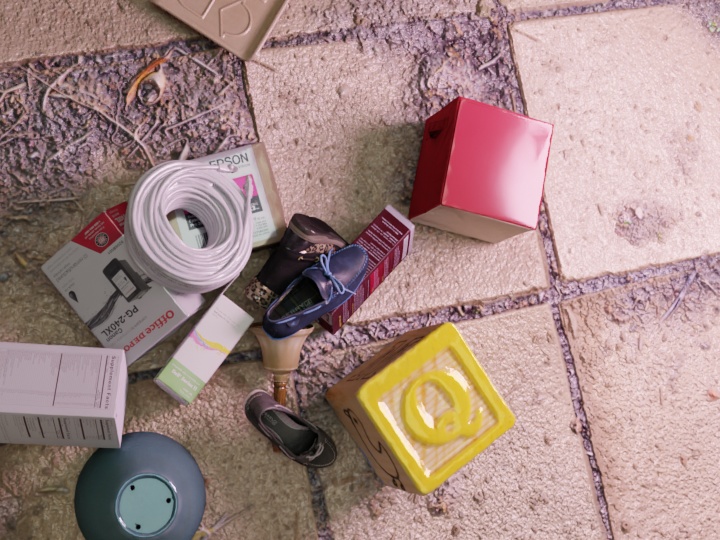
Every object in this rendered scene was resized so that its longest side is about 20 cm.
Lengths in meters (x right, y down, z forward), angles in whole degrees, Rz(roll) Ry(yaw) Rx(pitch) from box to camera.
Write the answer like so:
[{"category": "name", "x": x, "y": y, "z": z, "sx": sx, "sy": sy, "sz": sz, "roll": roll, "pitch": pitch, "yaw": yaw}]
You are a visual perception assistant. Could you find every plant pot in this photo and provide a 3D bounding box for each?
[{"category": "plant pot", "x": -0.319, "y": 0.340, "z": 1.544, "sx": 0.197, "sy": 0.135, "sz": 0.203, "roll": 2, "pitch": 82, "yaw": -16}]

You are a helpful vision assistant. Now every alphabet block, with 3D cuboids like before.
[{"category": "alphabet block", "x": 0.089, "y": 0.214, "z": 1.642, "sx": 0.196, "sy": 0.200, "sz": 0.196, "roll": -36, "pitch": 93, "yaw": -17}]

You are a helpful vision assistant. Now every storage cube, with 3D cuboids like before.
[{"category": "storage cube", "x": 0.195, "y": -0.161, "z": 1.737, "sx": 0.198, "sy": 0.171, "sz": 0.182, "roll": 13, "pitch": 81, "yaw": -14}]

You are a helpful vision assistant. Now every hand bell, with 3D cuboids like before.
[{"category": "hand bell", "x": -0.126, "y": 0.187, "z": 1.657, "sx": 0.103, "sy": 0.104, "sz": 0.203, "roll": 0, "pitch": 95, "yaw": -16}]

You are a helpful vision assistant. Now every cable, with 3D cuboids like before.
[{"category": "cable", "x": -0.252, "y": -0.066, "z": 1.540, "sx": 0.198, "sy": 0.069, "sz": 0.202, "roll": 8, "pitch": 66, "yaw": -31}]

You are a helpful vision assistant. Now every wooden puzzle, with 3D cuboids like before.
[{"category": "wooden puzzle", "x": -0.221, "y": -0.463, "z": 1.727, "sx": 0.199, "sy": 0.046, "sz": 0.187, "roll": 30, "pitch": 75, "yaw": -5}]

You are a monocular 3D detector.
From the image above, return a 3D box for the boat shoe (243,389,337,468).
[{"category": "boat shoe", "x": -0.103, "y": 0.258, "z": 1.624, "sx": 0.067, "sy": 0.057, "sz": 0.200, "roll": -50, "pitch": 121, "yaw": -3}]

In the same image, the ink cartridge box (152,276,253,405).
[{"category": "ink cartridge box", "x": -0.230, "y": 0.107, "z": 1.608, "sx": 0.067, "sy": 0.117, "sz": 0.201, "roll": 38, "pitch": 75, "yaw": -6}]

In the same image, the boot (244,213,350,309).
[{"category": "boot", "x": -0.096, "y": -0.006, "z": 1.655, "sx": 0.073, "sy": 0.200, "sz": 0.151, "roll": 39, "pitch": 97, "yaw": 16}]

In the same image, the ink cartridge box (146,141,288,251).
[{"category": "ink cartridge box", "x": -0.227, "y": -0.098, "z": 1.659, "sx": 0.198, "sy": 0.075, "sz": 0.167, "roll": -17, "pitch": 89, "yaw": -16}]

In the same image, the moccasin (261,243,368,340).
[{"category": "moccasin", "x": -0.062, "y": 0.032, "z": 1.581, "sx": 0.080, "sy": 0.068, "sz": 0.200, "roll": 41, "pitch": 75, "yaw": 15}]

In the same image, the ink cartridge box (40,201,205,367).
[{"category": "ink cartridge box", "x": -0.353, "y": 0.023, "z": 1.572, "sx": 0.145, "sy": 0.083, "sz": 0.201, "roll": -37, "pitch": 94, "yaw": 16}]

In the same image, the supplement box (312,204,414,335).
[{"category": "supplement box", "x": 0.000, "y": 0.000, "z": 1.688, "sx": 0.061, "sy": 0.109, "sz": 0.200, "roll": 39, "pitch": 73, "yaw": 13}]

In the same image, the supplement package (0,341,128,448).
[{"category": "supplement package", "x": -0.442, "y": 0.181, "z": 1.511, "sx": 0.197, "sy": 0.110, "sz": 0.115, "roll": 5, "pitch": 57, "yaw": -6}]
